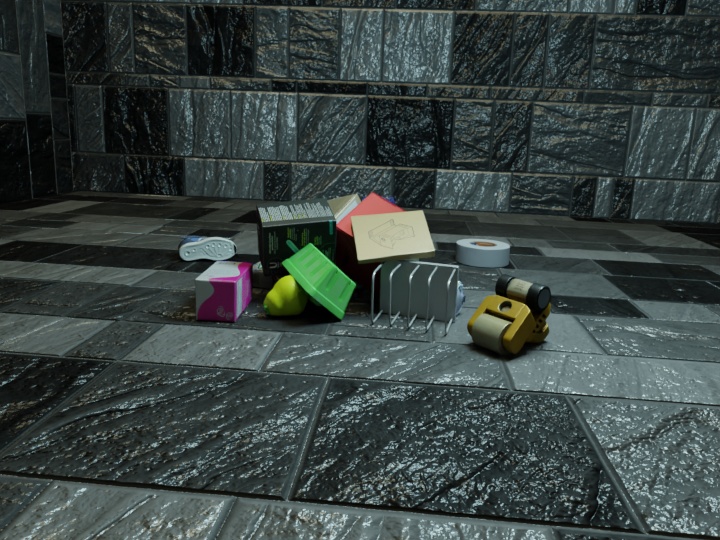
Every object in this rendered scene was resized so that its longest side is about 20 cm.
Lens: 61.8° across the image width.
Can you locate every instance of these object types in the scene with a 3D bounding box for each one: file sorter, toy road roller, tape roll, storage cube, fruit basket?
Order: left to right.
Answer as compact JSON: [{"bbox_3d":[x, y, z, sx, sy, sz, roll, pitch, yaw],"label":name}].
[{"bbox_3d":[-0.137,0.054,1.499,0.155,0.218,0.214,40,-12,-36],"label":"fruit basket"},{"bbox_3d":[0.048,-0.067,1.652,0.178,0.173,0.200,31,56,24],"label":"storage cube"},{"bbox_3d":[0.128,0.062,1.450,0.194,0.143,0.124,6,17,17],"label":"file sorter"},{"bbox_3d":[0.443,-0.065,2.187,0.194,0.068,0.201,2,14,0],"label":"tape roll"},{"bbox_3d":[0.348,0.121,1.347,0.200,0.147,0.122,-47,36,-20],"label":"toy road roller"}]

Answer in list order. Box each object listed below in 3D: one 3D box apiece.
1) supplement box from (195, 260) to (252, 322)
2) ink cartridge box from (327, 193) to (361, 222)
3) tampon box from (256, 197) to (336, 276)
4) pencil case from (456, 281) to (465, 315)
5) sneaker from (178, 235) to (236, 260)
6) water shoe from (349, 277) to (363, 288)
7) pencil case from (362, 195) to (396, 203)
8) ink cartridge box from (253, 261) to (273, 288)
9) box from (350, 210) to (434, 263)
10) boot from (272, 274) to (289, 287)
[{"bbox_3d":[-0.337,0.048,1.504,0.098,0.107,0.200,3,12,2],"label":"supplement box"},{"bbox_3d":[-0.101,-0.138,1.823,0.162,0.076,0.201,-4,34,43],"label":"ink cartridge box"},{"bbox_3d":[-0.172,-0.090,1.599,0.194,0.153,0.127,-6,34,-16],"label":"tampon box"},{"bbox_3d":[0.170,0.060,1.565,0.195,0.094,0.083,8,14,28],"label":"pencil case"},{"bbox_3d":[-0.529,-0.087,2.076,0.194,0.083,0.147,-7,19,-12],"label":"sneaker"},{"bbox_3d":[0.000,0.000,1.808,0.070,0.081,0.199,8,15,25],"label":"water shoe"},{"bbox_3d":[0.101,-0.378,3.394,0.194,0.088,0.079,6,46,18],"label":"pencil case"},{"bbox_3d":[-0.263,0.004,1.809,0.106,0.052,0.200,6,15,14],"label":"ink cartridge box"},{"bbox_3d":[0.080,-0.087,1.533,0.194,0.022,0.166,-5,45,-5],"label":"box"},{"bbox_3d":[-0.174,-0.001,1.661,0.150,0.075,0.202,-10,42,-17],"label":"boot"}]
